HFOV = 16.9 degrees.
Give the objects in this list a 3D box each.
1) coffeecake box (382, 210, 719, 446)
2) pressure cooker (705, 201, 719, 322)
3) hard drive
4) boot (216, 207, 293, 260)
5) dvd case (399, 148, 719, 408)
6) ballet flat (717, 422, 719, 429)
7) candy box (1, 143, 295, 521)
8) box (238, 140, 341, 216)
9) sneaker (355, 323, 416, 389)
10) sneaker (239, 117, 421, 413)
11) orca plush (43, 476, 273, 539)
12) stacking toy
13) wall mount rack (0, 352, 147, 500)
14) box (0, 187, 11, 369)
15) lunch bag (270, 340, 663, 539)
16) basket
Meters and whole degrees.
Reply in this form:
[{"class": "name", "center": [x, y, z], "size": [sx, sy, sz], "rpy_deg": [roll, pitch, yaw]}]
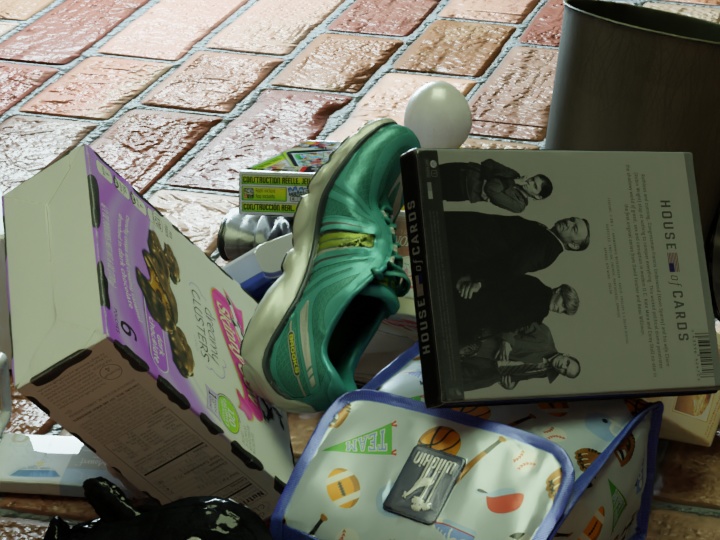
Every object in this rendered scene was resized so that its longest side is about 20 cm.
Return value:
[{"class": "coffeecake box", "center": [0.122, 0.037, 1.558], "size": [0.200, 0.073, 0.153], "rpy_deg": [29, -13, -37]}, {"class": "pressure cooker", "center": [0.362, -0.015, 1.722], "size": [0.200, 0.179, 0.176], "rpy_deg": [17, 25, 36]}, {"class": "hard drive", "center": [-0.079, 0.009, 1.710], "size": [0.132, 0.025, 0.200], "rpy_deg": [-22, -4, -41]}, {"class": "boot", "center": [-0.053, -0.014, 1.874], "size": [0.132, 0.070, 0.200], "rpy_deg": [4, 12, 16]}, {"class": "dvd case", "center": [0.121, 0.003, 1.431], "size": [0.200, 0.150, 0.025], "rpy_deg": [-1, -10, -30]}, {"class": "ballet flat", "center": [0.190, 0.073, 1.671], "size": [0.069, 0.070, 0.200], "rpy_deg": [-13, 24, -28]}, {"class": "candy box", "center": [-0.127, 0.048, 1.477], "size": [0.072, 0.200, 0.168], "rpy_deg": [-30, 43, 17]}, {"class": "box", "center": [-0.016, -0.073, 1.899], "size": [0.110, 0.035, 0.200], "rpy_deg": [2, 10, 13]}, {"class": "sneaker", "center": [-0.014, 0.035, 1.661], "size": [0.200, 0.115, 0.075], "rpy_deg": [5, 39, 9]}, {"class": "sneaker", "center": [0.000, 0.000, 1.501], "size": [0.080, 0.200, 0.078], "rpy_deg": [8, -22, 37]}, {"class": "orca plush", "center": [-0.132, 0.142, 1.372], "size": [0.105, 0.071, 0.200], "rpy_deg": [-30, 14, -30]}, {"class": "stacking toy", "center": [0.061, -0.040, 1.746], "size": [0.146, 0.200, 0.146], "rpy_deg": [1, 23, 0]}, {"class": "wall mount rack", "center": [-0.194, 0.111, 1.542], "size": [0.200, 0.075, 0.174], "rpy_deg": [2, 23, 6]}, {"class": "box", "center": [-0.336, -0.006, 1.779], "size": [0.152, 0.106, 0.200], "rpy_deg": [-5, 23, -13]}, {"class": "lunch bag", "center": [0.065, 0.132, 1.434], "size": [0.170, 0.124, 0.200], "rpy_deg": [16, 30, 26]}, {"class": "basket", "center": [0.191, -0.076, 1.679], "size": [0.136, 0.200, 0.180], "rpy_deg": [21, 14, 34]}]
